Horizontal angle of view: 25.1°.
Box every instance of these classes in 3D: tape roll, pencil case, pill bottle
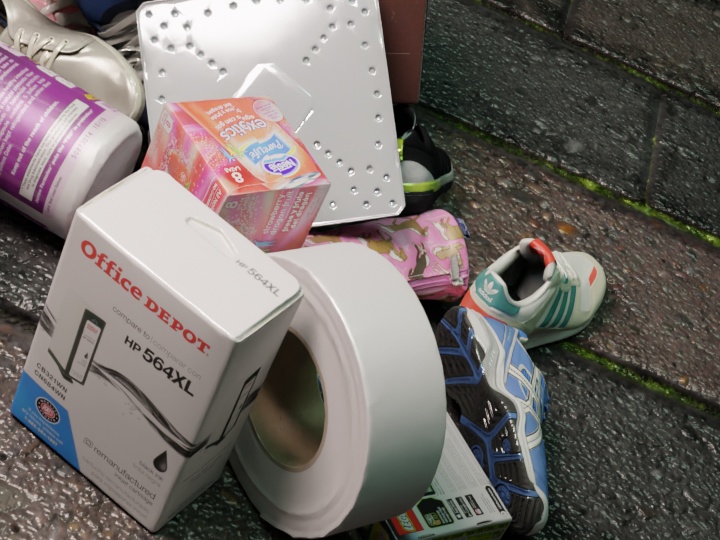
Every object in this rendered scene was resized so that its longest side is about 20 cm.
[{"bbox_3d":[-0.027,0.084,1.139,0.070,0.203,0.203,-9,50,-37],"label":"tape roll"},{"bbox_3d":[0.000,0.000,1.342,0.198,0.086,0.084,-9,81,-35],"label":"pencil case"},{"bbox_3d":[-0.283,-0.117,1.289,0.199,0.113,0.112,30,39,4],"label":"pill bottle"}]

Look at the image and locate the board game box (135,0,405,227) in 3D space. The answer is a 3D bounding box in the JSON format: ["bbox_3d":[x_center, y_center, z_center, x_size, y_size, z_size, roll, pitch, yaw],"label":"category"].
[{"bbox_3d":[-0.073,-0.130,1.321,0.198,0.026,0.202,-8,84,-1],"label":"board game box"}]

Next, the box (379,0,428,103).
[{"bbox_3d":[-0.030,-0.267,1.440,0.164,0.166,0.201,1,34,-5],"label":"box"}]

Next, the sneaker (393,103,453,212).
[{"bbox_3d":[0.047,-0.108,1.436,0.071,0.084,0.200,0,14,4],"label":"sneaker"}]

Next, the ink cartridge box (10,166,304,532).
[{"bbox_3d":[-0.143,0.055,1.105,0.146,0.201,0.084,37,40,14],"label":"ink cartridge box"}]

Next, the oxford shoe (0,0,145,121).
[{"bbox_3d":[-0.263,-0.177,1.343,0.199,0.076,0.058,36,16,18],"label":"oxford shoe"}]

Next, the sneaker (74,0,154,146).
[{"bbox_3d":[-0.173,-0.173,1.378,0.200,0.080,0.148,40,33,-56],"label":"sneaker"}]

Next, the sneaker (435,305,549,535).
[{"bbox_3d":[0.120,0.115,1.274,0.076,0.076,0.202,10,50,-29],"label":"sneaker"}]

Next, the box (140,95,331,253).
[{"bbox_3d":[-0.114,-0.020,1.205,0.094,0.201,0.103,-9,51,-38],"label":"box"}]

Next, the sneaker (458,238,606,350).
[{"bbox_3d":[0.161,0.012,1.406,0.199,0.094,0.070,-21,57,-42],"label":"sneaker"}]

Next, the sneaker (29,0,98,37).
[{"bbox_3d":[-0.259,-0.205,1.408,0.075,0.105,0.201,-7,51,-37],"label":"sneaker"}]

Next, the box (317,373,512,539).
[{"bbox_3d":[0.022,0.131,1.244,0.109,0.035,0.201,-5,49,-33],"label":"box"}]
